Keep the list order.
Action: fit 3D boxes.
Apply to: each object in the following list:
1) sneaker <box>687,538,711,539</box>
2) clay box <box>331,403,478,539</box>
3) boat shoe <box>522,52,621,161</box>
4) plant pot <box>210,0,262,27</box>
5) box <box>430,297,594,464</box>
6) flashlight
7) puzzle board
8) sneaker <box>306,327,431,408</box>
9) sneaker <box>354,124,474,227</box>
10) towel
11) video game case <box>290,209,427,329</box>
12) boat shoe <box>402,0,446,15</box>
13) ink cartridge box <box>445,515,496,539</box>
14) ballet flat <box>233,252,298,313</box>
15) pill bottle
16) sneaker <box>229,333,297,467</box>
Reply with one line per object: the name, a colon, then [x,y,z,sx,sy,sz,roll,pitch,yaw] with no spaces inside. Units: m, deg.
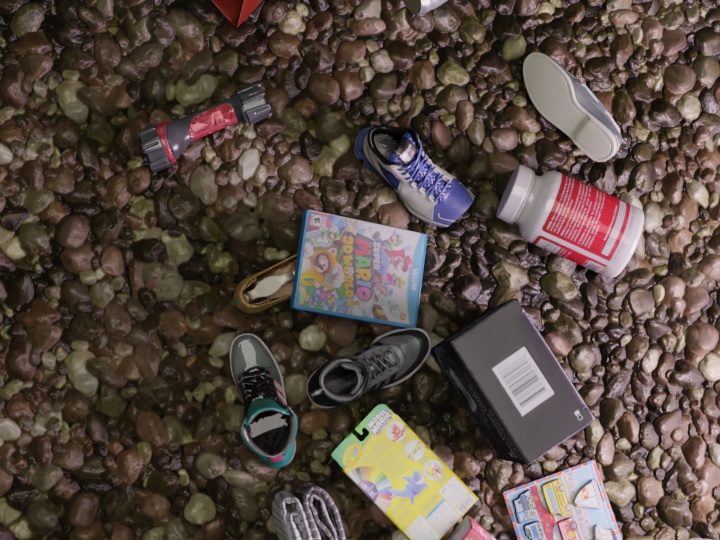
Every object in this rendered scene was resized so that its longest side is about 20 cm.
sneaker: [0.491,0.488,1.701,0.091,0.076,0.202,11,76,4]
clay box: [0.061,0.300,1.700,0.115,0.048,0.200,-44,88,-7]
boat shoe: [0.325,-0.253,1.782,0.201,0.073,0.062,51,40,9]
plant pot: [-0.171,-0.517,1.702,0.176,0.200,0.200,-42,89,-18]
box: [0.207,0.159,1.649,0.117,0.200,0.198,-32,87,-8]
flashlight: [-0.228,-0.212,1.721,0.198,0.068,0.068,-23,85,-6]
puzzle board: [0.311,0.400,1.725,0.149,0.017,0.202,-18,86,-6]
sneaker: [0.015,0.142,1.675,0.198,0.114,0.076,-25,87,-3]
sneaker: [0.076,-0.145,1.713,0.199,0.115,0.081,38,84,0]
towel: [-0.056,0.398,1.623,0.085,0.166,0.202,-18,86,-12]
video game case: [0.000,0.000,1.708,0.198,0.018,0.145,11,82,-24]
boat shoe: [0.074,-0.488,1.780,0.071,0.070,0.203,-23,86,-24]
ink cartridge box: [0.184,0.477,1.666,0.200,0.085,0.146,40,91,-1]
ballet flat: [-0.092,0.009,1.710,0.199,0.063,0.069,-28,87,-7]
pill bottle: [0.307,-0.078,1.726,0.198,0.112,0.113,24,83,-2]
sneaker: [-0.141,0.185,1.659,0.083,0.121,0.202,-19,86,-6]
